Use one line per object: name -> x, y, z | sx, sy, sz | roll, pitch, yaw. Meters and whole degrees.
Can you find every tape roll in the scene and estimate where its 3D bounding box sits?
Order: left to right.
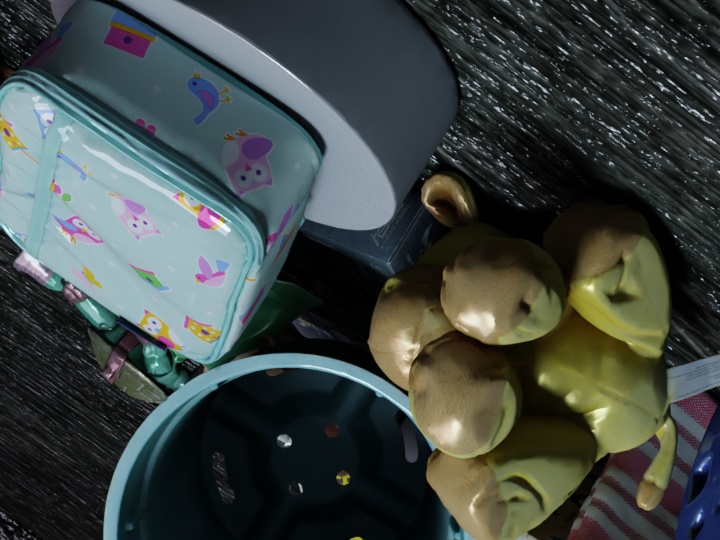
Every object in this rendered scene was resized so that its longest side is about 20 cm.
tape roll -> -0.052, -0.105, 1.195 | 0.200, 0.066, 0.200 | 30, 162, 11

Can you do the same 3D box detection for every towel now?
towel -> 0.181, 0.163, 1.297 | 0.146, 0.200, 0.030 | 33, 148, 1

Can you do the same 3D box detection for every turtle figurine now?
turtle figurine -> -0.149, 0.038, 1.715 | 0.200, 0.101, 0.150 | 37, 165, -1

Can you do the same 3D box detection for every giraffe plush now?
giraffe plush -> 0.075, 0.028, 1.247 | 0.200, 0.173, 0.162 | 2, -161, -40

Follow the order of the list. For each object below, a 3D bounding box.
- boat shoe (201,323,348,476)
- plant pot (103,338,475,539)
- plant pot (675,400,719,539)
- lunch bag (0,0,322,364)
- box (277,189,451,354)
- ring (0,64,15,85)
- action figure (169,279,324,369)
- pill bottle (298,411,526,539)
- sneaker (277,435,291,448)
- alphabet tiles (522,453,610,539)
boat shoe -> -0.068, 0.060, 1.562 | 0.200, 0.072, 0.076 | 46, 140, 22
plant pot -> -0.033, 0.129, 1.382 | 0.200, 0.201, 0.196 | 34, -172, -2
plant pot -> 0.259, 0.167, 1.192 | 0.200, 0.180, 0.200 | 37, 162, -14
lunch bag -> -0.110, -0.041, 1.207 | 0.160, 0.077, 0.200 | 32, 155, 2
box -> 0.000, 0.000, 1.417 | 0.157, 0.051, 0.200 | 22, 161, 33
ring -> -0.206, -0.077, 1.634 | 0.200, 0.019, 0.201 | 29, 162, 10
action figure -> -0.087, 0.011, 1.403 | 0.118, 0.055, 0.200 | 38, 155, 1
pill bottle -> 0.048, 0.130, 1.586 | 0.112, 0.112, 0.200 | 40, 162, -23
sneaker -> -0.039, 0.090, 1.718 | 0.080, 0.084, 0.200 | 9, 172, 20
alphabet tiles -> 0.164, 0.151, 1.399 | 0.166, 0.006, 0.200 | 33, -159, 33
